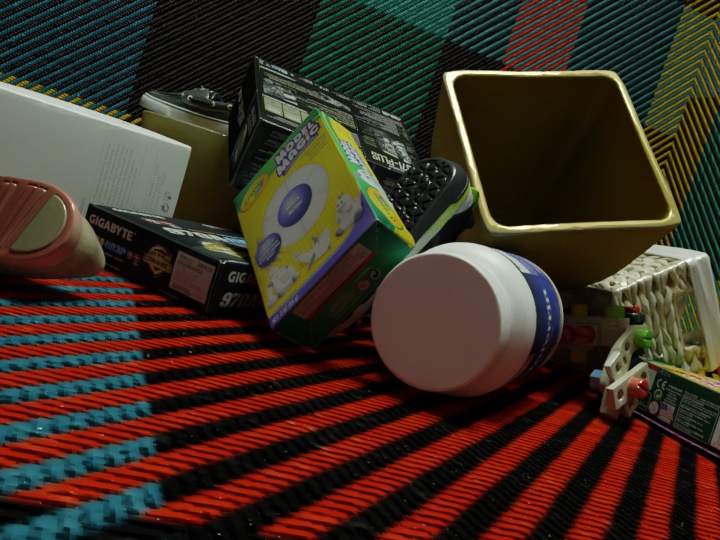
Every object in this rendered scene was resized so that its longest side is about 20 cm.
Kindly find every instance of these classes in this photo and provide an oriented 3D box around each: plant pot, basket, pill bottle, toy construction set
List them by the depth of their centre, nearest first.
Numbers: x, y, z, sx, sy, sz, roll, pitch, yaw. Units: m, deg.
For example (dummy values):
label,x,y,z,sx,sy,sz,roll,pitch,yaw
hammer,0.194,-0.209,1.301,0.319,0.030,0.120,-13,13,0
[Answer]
label,x,y,z,sx,sy,sz,roll,pitch,yaw
pill bottle,0.088,0.038,0.592,0.115,0.116,0.200,20,6,23
toy construction set,0.208,0.070,0.749,0.131,0.093,0.200,0,16,-40
plant pot,0.172,-0.070,0.796,0.194,0.195,0.200,-3,-30,-13
basket,0.305,0.049,0.886,0.123,0.136,0.200,-17,11,-14
plant pot,-0.198,-0.104,0.959,0.199,0.143,0.200,18,5,-2

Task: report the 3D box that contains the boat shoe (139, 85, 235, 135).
label,x,y,z,sx,sy,sz,roll,pitch,yaw
boat shoe,-0.206,-0.218,1.024,0.199,0.057,0.069,19,5,12

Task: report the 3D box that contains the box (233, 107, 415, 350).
label,x,y,z,sx,sy,sz,roll,pitch,yaw
box,-0.040,-0.047,0.603,0.048,0.117,0.200,32,20,-35

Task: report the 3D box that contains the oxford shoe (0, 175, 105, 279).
label,x,y,z,sx,sy,sz,roll,pitch,yaw
oxford shoe,-0.265,-0.031,0.500,0.199,0.071,0.074,19,-20,15

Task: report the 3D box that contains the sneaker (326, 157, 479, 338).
label,x,y,z,sx,sy,sz,roll,pitch,yaw
sneaker,0.032,-0.005,0.629,0.072,0.200,0.083,37,-12,44

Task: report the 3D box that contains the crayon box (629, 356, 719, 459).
label,x,y,z,sx,sy,sz,roll,pitch,yaw
crayon box,0.374,0.149,0.716,0.172,0.059,0.200,16,5,-20

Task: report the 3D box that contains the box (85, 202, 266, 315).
label,x,y,z,sx,sy,sz,roll,pitch,yaw
box,-0.127,-0.005,0.691,0.158,0.046,0.200,22,7,29

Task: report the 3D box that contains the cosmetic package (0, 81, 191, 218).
label,x,y,z,sx,sy,sz,roll,pitch,yaw
cosmetic package,-0.310,-0.108,0.747,0.199,0.124,0.199,12,8,-40

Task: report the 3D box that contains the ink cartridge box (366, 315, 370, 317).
label,x,y,z,sx,sy,sz,roll,pitch,yaw
ink cartridge box,0.000,0.000,0.865,0.199,0.083,0.145,14,6,-43

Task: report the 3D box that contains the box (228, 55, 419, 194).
label,x,y,z,sx,sy,sz,roll,pitch,yaw
box,-0.041,-0.136,0.844,0.199,0.086,0.164,17,32,-23
